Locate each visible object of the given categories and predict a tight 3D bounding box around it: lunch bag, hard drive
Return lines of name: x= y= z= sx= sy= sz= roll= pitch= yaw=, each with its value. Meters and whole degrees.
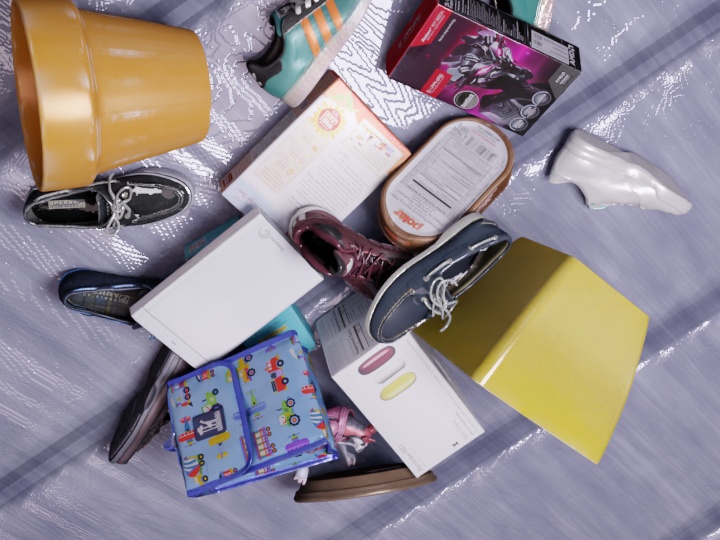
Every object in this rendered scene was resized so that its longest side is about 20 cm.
lunch bag: x=-0.146 y=0.184 z=1.084 sx=0.200 sy=0.151 sz=0.094 roll=-19 pitch=156 yaw=0
hard drive: x=-0.161 y=0.028 z=1.075 sx=0.200 sy=0.027 sz=0.132 roll=-38 pitch=127 yaw=6

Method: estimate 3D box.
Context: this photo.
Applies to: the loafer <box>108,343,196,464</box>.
loafer: x=-0.267 y=0.181 z=1.163 sx=0.063 sy=0.072 sz=0.200 roll=25 pitch=104 yaw=-26

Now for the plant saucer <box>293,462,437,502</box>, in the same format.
plant saucer: x=0.005 y=0.290 z=1.211 sx=0.200 sy=0.200 sz=0.030 roll=-6 pitch=80 yaw=-9

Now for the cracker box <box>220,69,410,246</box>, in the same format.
cracker box: x=-0.057 y=-0.127 z=1.082 sx=0.200 sy=0.058 sz=0.134 roll=-43 pitch=114 yaw=7

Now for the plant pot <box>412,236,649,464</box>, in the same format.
plant pot: x=0.216 y=0.076 z=1.042 sx=0.200 sy=0.200 sz=0.176 roll=35 pitch=91 yaw=-21

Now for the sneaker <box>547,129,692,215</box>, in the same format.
sneaker: x=0.343 y=-0.111 z=1.171 sx=0.200 sy=0.075 sz=0.089 roll=24 pitch=118 yaw=-13

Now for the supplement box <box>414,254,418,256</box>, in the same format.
supplement box: x=0.155 y=0.029 z=1.164 sx=0.200 sy=0.103 sz=0.131 roll=34 pitch=102 yaw=-21

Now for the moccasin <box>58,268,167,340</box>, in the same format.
moccasin: x=-0.278 y=0.050 z=1.105 sx=0.200 sy=0.068 sz=0.081 roll=5 pitch=111 yaw=-15

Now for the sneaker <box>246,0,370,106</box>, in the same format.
sneaker: x=-0.054 y=-0.288 z=1.000 sx=0.080 sy=0.071 sz=0.200 roll=29 pitch=105 yaw=-25

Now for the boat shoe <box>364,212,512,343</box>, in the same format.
boat shoe: x=0.092 y=0.018 z=1.019 sx=0.200 sy=0.062 sz=0.075 roll=-40 pitch=137 yaw=-10

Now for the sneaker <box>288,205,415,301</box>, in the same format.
sneaker: x=0.000 y=0.000 z=1.031 sx=0.200 sy=0.116 sz=0.076 roll=27 pitch=103 yaw=-5

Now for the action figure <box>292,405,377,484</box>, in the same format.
action figure: x=-0.069 y=0.203 z=1.181 sx=0.200 sy=0.134 sz=0.149 roll=-2 pitch=88 yaw=13

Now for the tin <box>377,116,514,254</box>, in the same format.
tin: x=0.105 y=-0.108 z=1.078 sx=0.112 sy=0.042 sz=0.200 roll=37 pitch=72 yaw=18

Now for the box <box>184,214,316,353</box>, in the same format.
box: x=-0.140 y=0.035 z=1.137 sx=0.082 sy=0.049 sz=0.200 roll=-30 pitch=115 yaw=2

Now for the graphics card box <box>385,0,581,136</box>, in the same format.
graphics card box: x=0.146 y=-0.248 z=1.047 sx=0.200 sy=0.051 sz=0.125 roll=19 pitch=141 yaw=-19

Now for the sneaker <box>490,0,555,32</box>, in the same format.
sneaker: x=0.189 y=-0.357 z=1.028 sx=0.080 sy=0.071 sz=0.200 roll=0 pitch=114 yaw=-16

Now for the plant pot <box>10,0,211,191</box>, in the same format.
plant pot: x=-0.267 y=-0.195 z=0.952 sx=0.183 sy=0.200 sz=0.200 roll=-9 pitch=115 yaw=-25

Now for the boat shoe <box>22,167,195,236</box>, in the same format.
boat shoe: x=-0.298 y=-0.081 z=1.047 sx=0.199 sy=0.068 sz=0.074 roll=0 pitch=112 yaw=-12

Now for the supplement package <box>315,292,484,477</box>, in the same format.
supplement package: x=0.049 y=0.139 z=1.159 sx=0.111 sy=0.156 sz=0.200 roll=-36 pitch=115 yaw=5
